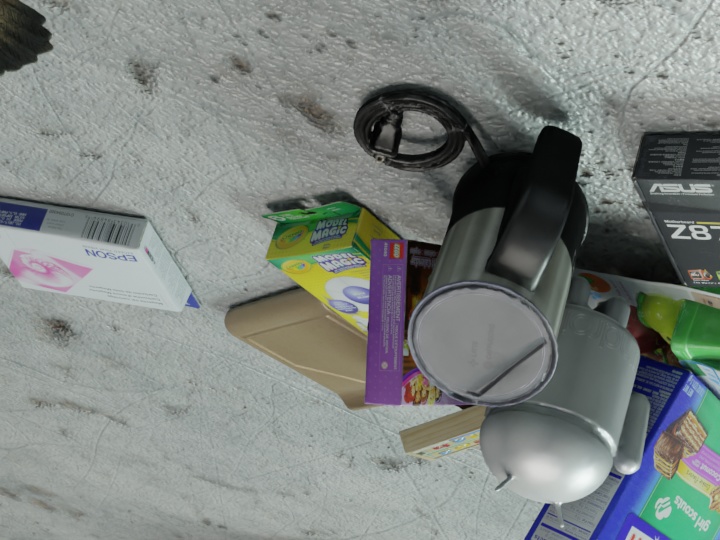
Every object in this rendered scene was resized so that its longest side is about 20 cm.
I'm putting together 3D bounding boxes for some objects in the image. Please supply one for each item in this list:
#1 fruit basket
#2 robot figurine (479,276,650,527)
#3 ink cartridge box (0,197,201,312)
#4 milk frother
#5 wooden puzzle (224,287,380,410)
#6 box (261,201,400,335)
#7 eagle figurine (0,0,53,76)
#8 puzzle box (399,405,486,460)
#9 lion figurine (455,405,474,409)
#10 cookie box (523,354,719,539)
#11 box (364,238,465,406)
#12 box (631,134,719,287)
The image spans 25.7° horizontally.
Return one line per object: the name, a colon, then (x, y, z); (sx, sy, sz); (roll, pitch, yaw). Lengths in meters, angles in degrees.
fruit basket: (0.274, 0.059, 1.414); (0.199, 0.094, 0.185); (5, 153, 32)
robot figurine: (0.165, 0.107, 1.314); (0.169, 0.201, 0.113); (23, 154, -9)
ink cartridge box: (-0.290, -0.003, 1.703); (0.195, 0.044, 0.200); (8, 152, 18)
milk frother: (0.073, -0.028, 1.240); (0.198, 0.189, 0.182); (9, 126, 11)
wooden puzzle: (-0.027, 0.083, 1.728); (0.200, 0.037, 0.184); (36, 150, -27)
box: (0.000, 0.000, 1.520); (0.117, 0.049, 0.200); (-8, 144, 41)
eagle figurine: (-0.318, -0.240, 1.139); (0.199, 0.151, 0.152); (17, 147, 27)
puzzle box: (0.147, 0.151, 1.615); (0.199, 0.026, 0.133); (-20, 166, 11)
lion figurine: (0.140, 0.092, 1.593); (0.122, 0.073, 0.200); (22, 152, -26)
cookie box: (0.259, 0.205, 1.398); (0.171, 0.201, 0.075); (41, 165, -36)
box: (0.071, 0.048, 1.380); (0.039, 0.138, 0.200); (1, 178, 31)
box: (0.327, -0.043, 1.219); (0.199, 0.049, 0.161); (3, 149, 29)
